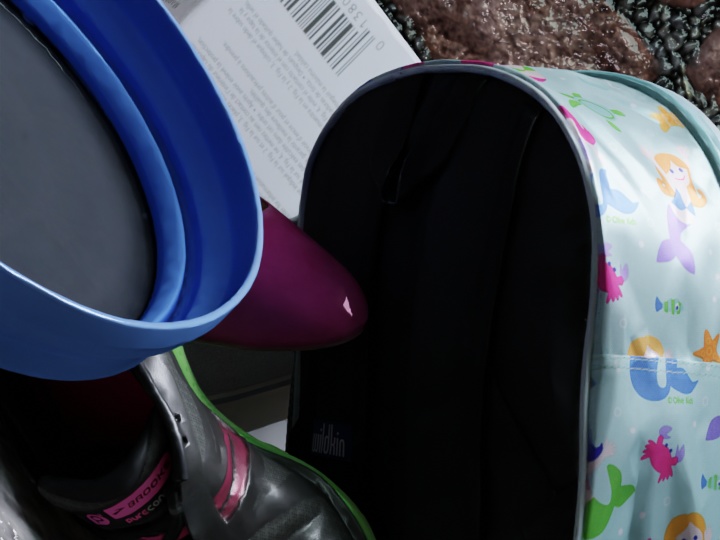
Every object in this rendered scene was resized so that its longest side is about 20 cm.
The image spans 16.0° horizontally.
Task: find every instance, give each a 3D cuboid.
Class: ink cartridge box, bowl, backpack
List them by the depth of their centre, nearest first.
[{"bbox_3d":[-0.114,-0.054,0.749,0.200,0.039,0.201,38,27,-24],"label":"bowl"},{"bbox_3d":[0.058,0.028,0.881,0.177,0.150,0.202,2,-85,53],"label":"backpack"},{"bbox_3d":[-0.037,-0.018,1.018,0.200,0.174,0.044,51,-10,-32],"label":"ink cartridge box"}]

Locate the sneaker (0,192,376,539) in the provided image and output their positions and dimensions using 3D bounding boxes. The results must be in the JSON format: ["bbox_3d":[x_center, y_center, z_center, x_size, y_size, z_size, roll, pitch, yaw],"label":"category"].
[{"bbox_3d":[-0.064,0.069,0.806,0.200,0.077,0.084,50,24,-10],"label":"sneaker"}]

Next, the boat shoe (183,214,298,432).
[{"bbox_3d":[-0.001,0.000,0.975,0.070,0.200,0.072,44,-31,51],"label":"boat shoe"}]

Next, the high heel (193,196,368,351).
[{"bbox_3d":[-0.076,-0.043,0.860,0.199,0.097,0.067,23,32,29],"label":"high heel"}]
